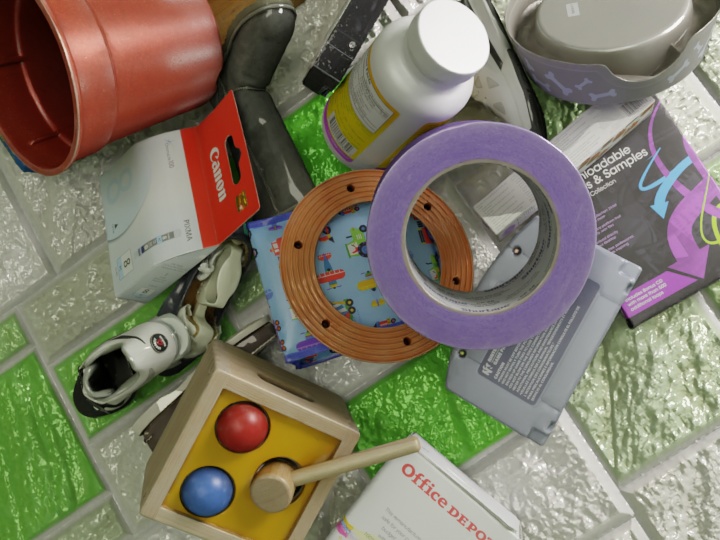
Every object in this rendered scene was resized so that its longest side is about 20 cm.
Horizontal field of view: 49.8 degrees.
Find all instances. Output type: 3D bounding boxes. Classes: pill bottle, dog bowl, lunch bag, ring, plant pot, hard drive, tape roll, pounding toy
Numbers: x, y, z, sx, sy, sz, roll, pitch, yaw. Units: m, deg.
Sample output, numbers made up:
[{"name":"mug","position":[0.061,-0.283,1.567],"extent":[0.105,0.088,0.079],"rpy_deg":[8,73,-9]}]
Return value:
[{"name":"pill bottle","position":[0.042,-0.176,0.756],"extent":[0.104,0.200,0.105],"rpy_deg":[7,72,-23]},{"name":"dog bowl","position":[0.244,-0.239,0.757],"extent":[0.199,0.059,0.201],"rpy_deg":[-10,47,11]},{"name":"lunch bag","position":[0.000,0.000,0.819],"extent":[0.199,0.094,0.151],"rpy_deg":[-18,78,0]},{"name":"ring","position":[0.017,-0.006,0.780],"extent":[0.199,0.019,0.202],"rpy_deg":[3,74,-10]},{"name":"plant pot","position":[-0.262,-0.221,0.798],"extent":[0.200,0.195,0.202],"rpy_deg":[22,125,35]},{"name":"hard drive","position":[0.006,-0.282,0.813],"extent":[0.038,0.140,0.201],"rpy_deg":[30,92,-10]},{"name":"tape roll","position":[0.105,-0.035,0.707],"extent":[0.199,0.085,0.201],"rpy_deg":[0,101,2]},{"name":"pounding toy","position":[-0.082,0.181,0.757],"extent":[0.199,0.142,0.185],"rpy_deg":[27,95,-16]}]

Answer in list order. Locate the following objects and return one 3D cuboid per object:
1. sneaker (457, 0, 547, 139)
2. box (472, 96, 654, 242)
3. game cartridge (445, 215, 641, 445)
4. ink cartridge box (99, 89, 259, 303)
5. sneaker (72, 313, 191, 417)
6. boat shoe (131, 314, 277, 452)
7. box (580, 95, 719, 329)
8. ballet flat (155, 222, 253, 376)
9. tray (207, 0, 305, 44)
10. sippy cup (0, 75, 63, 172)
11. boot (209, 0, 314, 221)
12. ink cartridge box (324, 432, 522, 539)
[{"name":"sneaker","position":[0.116,-0.192,0.818],"extent":[0.115,0.076,0.201],"rpy_deg":[-26,65,18]},{"name":"box","position":[0.201,-0.110,0.771],"extent":[0.200,0.039,0.041],"rpy_deg":[-42,74,5]},{"name":"game cartridge","position":[0.172,0.055,0.777],"extent":[0.133,0.041,0.201],"rpy_deg":[30,99,16]},{"name":"ink cartridge box","position":[-0.199,-0.081,0.826],"extent":[0.200,0.047,0.161],"rpy_deg":[-35,58,31]},{"name":"sneaker","position":[-0.272,0.112,0.828],"extent":[0.200,0.088,0.074],"rpy_deg":[-37,86,35]},{"name":"boat shoe","position":[-0.158,0.129,0.841],"extent":[0.200,0.072,0.060],"rpy_deg":[-42,85,8]},{"name":"box","position":[0.283,-0.063,0.784],"extent":[0.143,0.036,0.201],"rpy_deg":[-31,77,7]},{"name":"ballet flat","position":[-0.171,0.037,0.838],"extent":[0.073,0.073,0.201],"rpy_deg":[30,97,13]},{"name":"tray","position":[-0.146,-0.319,0.903],"extent":[0.200,0.037,0.099],"rpy_deg":[-35,78,5]},{"name":"sippy cup","position":[-0.371,-0.188,0.895],"extent":[0.177,0.140,0.131],"rpy_deg":[-25,89,27]},{"name":"boot","position":[-0.095,-0.159,0.830],"extent":[0.182,0.072,0.201],"rpy_deg":[-40,64,49]},{"name":"ink cartridge box","position":[0.045,0.285,0.772],"extent":[0.144,0.085,0.200],"rpy_deg":[39,94,13]}]
